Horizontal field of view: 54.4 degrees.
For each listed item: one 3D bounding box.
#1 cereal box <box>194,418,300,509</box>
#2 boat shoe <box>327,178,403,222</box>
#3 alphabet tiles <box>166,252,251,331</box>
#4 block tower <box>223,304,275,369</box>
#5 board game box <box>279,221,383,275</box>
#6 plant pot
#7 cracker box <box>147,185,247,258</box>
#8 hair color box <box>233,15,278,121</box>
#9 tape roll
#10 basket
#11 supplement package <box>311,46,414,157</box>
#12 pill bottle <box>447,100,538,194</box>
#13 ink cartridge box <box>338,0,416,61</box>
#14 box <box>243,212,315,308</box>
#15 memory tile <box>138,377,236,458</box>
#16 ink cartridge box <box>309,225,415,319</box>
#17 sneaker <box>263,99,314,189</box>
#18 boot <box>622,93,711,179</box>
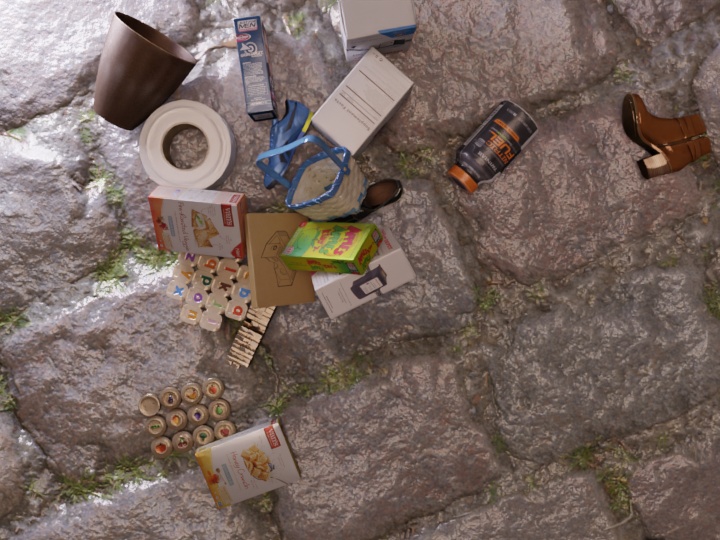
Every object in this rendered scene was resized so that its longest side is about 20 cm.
[{"bbox_3d":[-0.249,0.431,1.564,0.200,0.040,0.144,-21,98,1],"label":"cereal box"},{"bbox_3d":[-0.001,-0.150,1.539,0.200,0.068,0.072,-23,91,5],"label":"boat shoe"},{"bbox_3d":[-0.326,0.028,1.547,0.195,0.015,0.200,16,84,13],"label":"alphabet tiles"},{"bbox_3d":[-0.233,0.120,1.552,0.054,0.058,0.200,25,93,-1],"label":"block tower"},{"bbox_3d":[-0.062,-0.049,1.460,0.102,0.200,0.048,-60,136,-30],"label":"board game box"},{"bbox_3d":[-0.477,-0.406,1.485,0.187,0.187,0.200,34,105,-1],"label":"plant pot"},{"bbox_3d":[-0.341,-0.103,1.496,0.199,0.058,0.134,6,125,10],"label":"cracker box"},{"bbox_3d":[-0.224,-0.432,1.511,0.060,0.100,0.201,-9,92,-1],"label":"hair color box"},{"bbox_3d":[-0.376,-0.265,1.531,0.202,0.071,0.203,0,92,-1],"label":"tape roll"},{"bbox_3d":[-0.096,-0.194,1.451,0.200,0.176,0.139,36,57,-41],"label":"basket"},{"bbox_3d":[0.004,-0.351,1.504,0.120,0.121,0.200,41,92,-2],"label":"supplement package"},{"bbox_3d":[0.280,-0.261,1.517,0.106,0.106,0.200,42,92,-2],"label":"pill bottle"},{"bbox_3d":[0.033,-0.509,1.460,0.146,0.200,0.086,-10,93,0],"label":"ink cartridge box"},{"bbox_3d":[-0.172,-0.023,1.509,0.163,0.021,0.201,-5,90,-45],"label":"box"},{"bbox_3d":[-0.389,0.331,1.577,0.199,0.017,0.154,-14,92,1],"label":"memory tile"},{"bbox_3d":[0.000,0.000,1.496,0.200,0.145,0.084,-26,116,1],"label":"ink cartridge box"},{"bbox_3d":[-0.176,-0.276,1.525,0.078,0.066,0.200,27,87,-20],"label":"sneaker"},{"bbox_3d":[0.670,-0.314,1.530,0.155,0.077,0.200,-22,95,2],"label":"boot"}]
